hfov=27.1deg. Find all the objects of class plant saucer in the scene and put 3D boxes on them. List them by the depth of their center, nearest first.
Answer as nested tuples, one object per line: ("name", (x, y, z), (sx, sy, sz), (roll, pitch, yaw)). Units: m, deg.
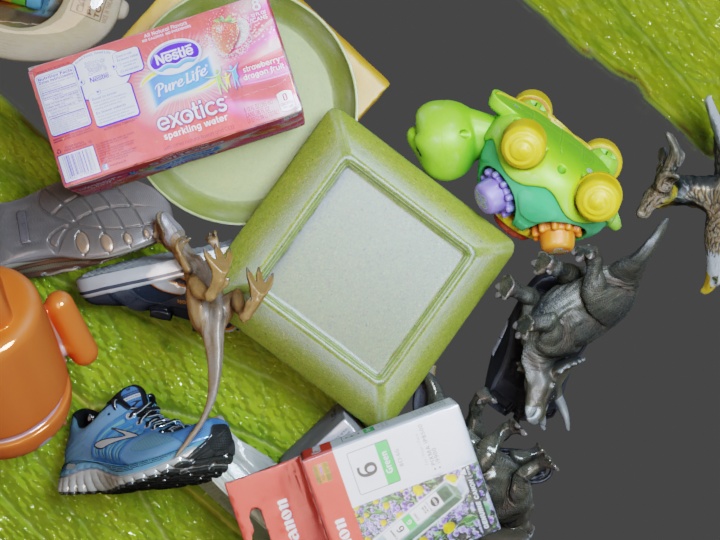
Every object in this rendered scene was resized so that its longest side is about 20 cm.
("plant saucer", (0.000, 0.000, 1.236), (0.199, 0.048, 0.201), (36, 87, -5))
("plant saucer", (-0.101, -0.139, 1.271), (0.198, 0.031, 0.202), (0, 92, -2))

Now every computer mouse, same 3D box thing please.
("computer mouse", (0.121, 0.083, 1.315), (0.139, 0.046, 0.201), (12, 104, -7))

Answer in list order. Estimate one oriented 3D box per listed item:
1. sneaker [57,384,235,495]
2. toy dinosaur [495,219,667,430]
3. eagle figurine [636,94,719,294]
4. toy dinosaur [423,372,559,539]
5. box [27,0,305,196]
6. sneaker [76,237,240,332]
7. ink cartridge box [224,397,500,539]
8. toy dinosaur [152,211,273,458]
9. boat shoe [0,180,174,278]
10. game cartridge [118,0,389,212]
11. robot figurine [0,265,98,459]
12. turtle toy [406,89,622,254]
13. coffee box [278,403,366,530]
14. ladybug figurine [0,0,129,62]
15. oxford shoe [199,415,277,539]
("sneaker", (-0.187, 0.138, 1.250), (0.199, 0.078, 0.091), (-12, 77, 39))
("toy dinosaur", (0.179, 0.028, 1.234), (0.200, 0.077, 0.102), (-50, 132, 8))
("eagle figurine", (0.337, -0.038, 1.272), (0.199, 0.151, 0.152), (20, 55, 10))
("toy dinosaur", (0.102, 0.168, 1.273), (0.102, 0.077, 0.200), (-44, 107, 2))
("box", (-0.153, -0.140, 1.205), (0.199, 0.095, 0.103), (-19, 89, -1))
("sneaker", (-0.142, 0.019, 1.283), (0.198, 0.078, 0.080), (-11, 99, 3))
("ink cartridge box", (0.001, 0.188, 1.197), (0.199, 0.050, 0.110), (-20, 93, -4))
("toy dinosaur", (-0.118, 0.036, 1.196), (0.060, 0.106, 0.201), (6, 58, -35))
("boat shoe", (-0.256, -0.033, 1.280), (0.198, 0.072, 0.076), (-7, 76, 2))
("game cartridge", (-0.104, -0.165, 1.298), (0.200, 0.032, 0.176), (42, 90, -5))
("robot figurine", (-0.304, 0.077, 1.237), (0.116, 0.201, 0.144), (19, 52, 24))
("turtle toy", (0.136, -0.087, 1.269), (0.199, 0.146, 0.101), (34, 112, -2))
("coffee box", (0.024, 0.217, 1.282), (0.080, 0.113, 0.200), (-42, 93, 0))
("ladybug figurine", (-0.292, -0.246, 1.266), (0.199, 0.072, 0.137), (20, 91, -3))
("oxford shoe", (-0.080, 0.202, 1.302), (0.200, 0.075, 0.058), (46, 65, -4))
